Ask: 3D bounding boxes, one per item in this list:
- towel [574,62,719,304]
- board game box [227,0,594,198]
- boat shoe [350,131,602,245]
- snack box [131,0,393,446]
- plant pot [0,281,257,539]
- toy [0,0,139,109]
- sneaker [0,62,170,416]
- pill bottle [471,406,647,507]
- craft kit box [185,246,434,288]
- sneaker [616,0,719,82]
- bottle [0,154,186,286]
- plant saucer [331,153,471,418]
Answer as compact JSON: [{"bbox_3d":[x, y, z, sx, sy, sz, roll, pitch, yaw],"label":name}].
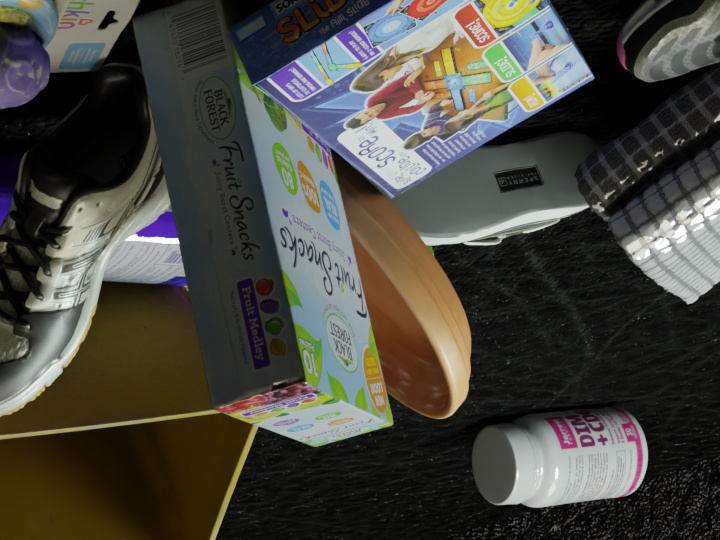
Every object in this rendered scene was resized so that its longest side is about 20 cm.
[{"bbox_3d":[0.230,-0.069,1.021,0.165,0.086,0.200,-38,162,13],"label":"towel"},{"bbox_3d":[0.034,-0.108,0.832,0.135,0.035,0.200,-30,159,10],"label":"board game box"},{"bbox_3d":[0.069,-0.045,1.058,0.199,0.071,0.064,-5,161,-29],"label":"boat shoe"},{"bbox_3d":[-0.046,-0.022,0.819,0.053,0.202,0.142,-17,163,15],"label":"snack box"},{"bbox_3d":[-0.199,0.083,1.042,0.199,0.177,0.201,-5,142,-24],"label":"plant pot"},{"bbox_3d":[-0.197,-0.094,0.741,0.199,0.048,0.115,-4,163,-25],"label":"toy"},{"bbox_3d":[-0.161,-0.021,0.836,0.075,0.201,0.088,27,167,16],"label":"sneaker"},{"bbox_3d":[0.243,0.229,2.013,0.199,0.114,0.113,-2,161,-32],"label":"pill bottle"},{"bbox_3d":[-0.080,0.008,1.176,0.196,0.049,0.200,1,159,-29],"label":"craft kit box"},{"bbox_3d":[0.238,-0.128,0.876,0.198,0.088,0.074,-15,163,11],"label":"sneaker"},{"bbox_3d":[-0.160,-0.030,0.948,0.199,0.066,0.083,3,159,-42],"label":"bottle"},{"bbox_3d":[0.000,0.000,0.984,0.037,0.200,0.200,-38,170,-16],"label":"plant saucer"}]
